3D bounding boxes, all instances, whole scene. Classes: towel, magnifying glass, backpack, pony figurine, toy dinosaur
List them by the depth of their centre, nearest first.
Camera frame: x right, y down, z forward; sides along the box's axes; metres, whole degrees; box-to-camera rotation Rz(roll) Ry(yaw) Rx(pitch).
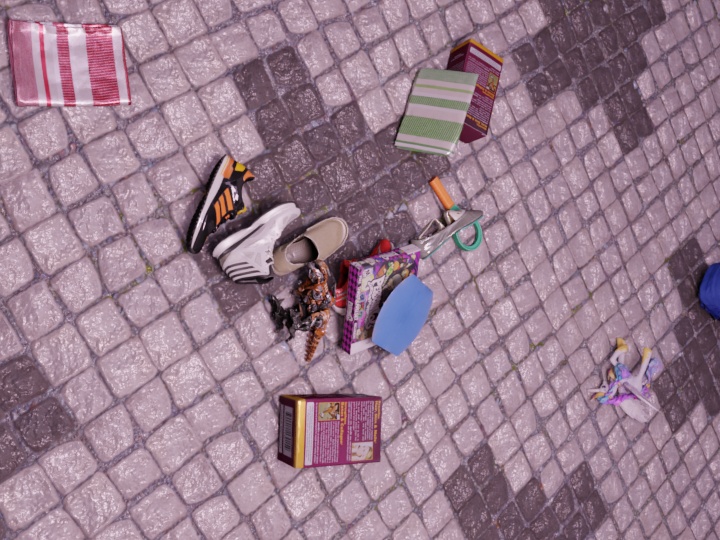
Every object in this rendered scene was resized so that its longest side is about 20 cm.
[{"bbox_3d":[-0.515,-0.366,1.227,0.195,0.023,0.149,-8,92,-30],"label":"towel"},{"bbox_3d":[-0.102,0.086,1.392,0.133,0.101,0.207,-10,91,-34],"label":"toy dinosaur"},{"bbox_3d":[0.171,-0.360,1.562,0.023,0.149,0.205,43,63,-63],"label":"towel"},{"bbox_3d":[0.225,-0.134,1.637,0.080,0.022,0.202,-44,107,-24],"label":"magnifying glass"},{"bbox_3d":[0.723,0.306,1.839,0.190,0.167,0.202,32,73,10],"label":"pony figurine"},{"bbox_3d":[1.093,0.077,2.038,0.198,0.167,0.165,36,68,-18],"label":"backpack"}]

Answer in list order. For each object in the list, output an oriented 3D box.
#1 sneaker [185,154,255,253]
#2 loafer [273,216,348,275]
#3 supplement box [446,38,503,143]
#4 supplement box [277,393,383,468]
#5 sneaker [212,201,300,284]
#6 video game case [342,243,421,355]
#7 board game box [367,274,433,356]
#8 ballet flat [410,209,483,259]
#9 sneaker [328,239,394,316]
[{"bbox_3d":[-0.265,-0.117,1.326,0.088,0.070,0.205,25,73,-22],"label":"sneaker"},{"bbox_3d":[-0.096,-0.050,1.420,0.198,0.068,0.077,-33,103,-27],"label":"loafer"},{"bbox_3d":[0.256,-0.422,1.635,0.108,0.085,0.206,21,77,-26],"label":"supplement box"},{"bbox_3d":[-0.061,0.319,1.398,0.195,0.102,0.136,5,84,-28],"label":"supplement box"},{"bbox_3d":[-0.180,-0.043,1.350,0.198,0.076,0.117,-35,81,-17],"label":"sneaker"},{"bbox_3d":[0.044,0.060,1.449,0.178,0.035,0.206,-17,124,-39],"label":"video game case"},{"bbox_3d":[0.079,0.087,1.445,0.161,0.038,0.199,-59,148,-3],"label":"board game box"},{"bbox_3d":[0.197,-0.101,1.580,0.198,0.067,0.065,-35,99,-15],"label":"ballet flat"},{"bbox_3d":[0.000,0.000,1.471,0.085,0.077,0.201,44,67,-14],"label":"sneaker"}]
